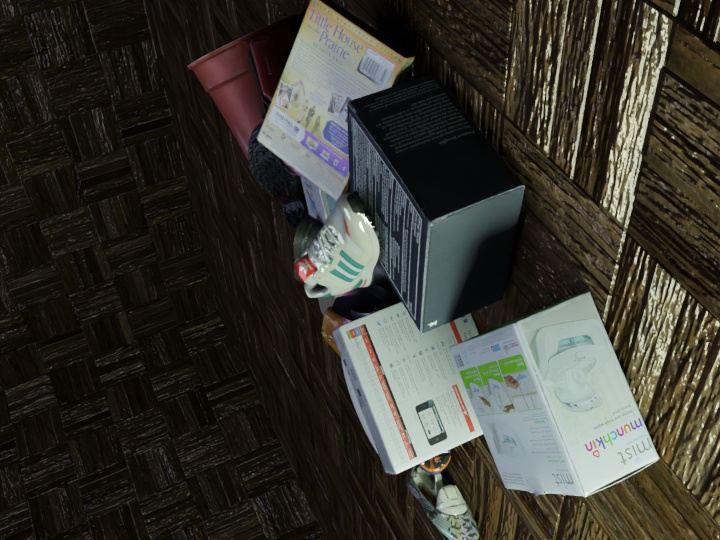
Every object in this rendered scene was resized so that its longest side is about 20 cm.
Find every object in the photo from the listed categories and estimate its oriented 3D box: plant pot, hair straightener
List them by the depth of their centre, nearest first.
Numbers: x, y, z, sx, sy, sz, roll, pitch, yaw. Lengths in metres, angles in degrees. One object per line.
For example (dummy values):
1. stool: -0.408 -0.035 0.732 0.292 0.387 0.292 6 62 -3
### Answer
1. hair straightener: -0.117 -0.228 1.215 0.077 0.041 0.202 151 98 -74
2. plant pot: -0.153 -0.287 1.399 0.197 0.199 0.200 66 165 -14

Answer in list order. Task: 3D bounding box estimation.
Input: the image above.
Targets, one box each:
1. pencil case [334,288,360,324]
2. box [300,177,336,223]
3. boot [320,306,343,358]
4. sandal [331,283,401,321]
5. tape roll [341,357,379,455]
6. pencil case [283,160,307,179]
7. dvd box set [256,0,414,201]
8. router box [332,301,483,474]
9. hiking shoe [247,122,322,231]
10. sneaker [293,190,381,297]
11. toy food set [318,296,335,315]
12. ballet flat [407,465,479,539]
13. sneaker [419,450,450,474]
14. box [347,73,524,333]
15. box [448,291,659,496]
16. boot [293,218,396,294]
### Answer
1. pencil case: 0.007 0.094 1.394 0.086 0.082 0.202 -31 -76 -62
2. box: -0.035 -0.183 1.239 0.101 0.111 0.202 -144 38 -66
3. boot: -0.007 0.162 1.551 0.143 0.071 0.203 31 142 34
4. sandal: 0.014 0.062 1.242 0.075 0.043 0.200 27 162 -14
5. tape roll: 0.071 0.174 1.266 0.203 0.138 0.205 159 90 -75
6. pencil case: -0.034 -0.220 1.103 0.090 0.094 0.201 30 118 6
7. dvd box set: -0.036 -0.207 1.030 0.146 0.029 0.201 37 121 17
8. router box: 0.081 0.139 1.117 0.049 0.178 0.202 139 111 -72
9. hiking shoe: -0.109 -0.157 1.332 0.201 0.075 0.101 63 -149 -34
10. sneaker: -0.033 -0.019 1.030 0.071 0.092 0.200 62 166 21
11. toy food set: -0.046 0.000 1.617 0.143 0.060 0.203 175 84 -74
12. ballet flat: 0.136 0.383 1.436 0.200 0.071 0.073 38 144 60
13. sneaker: 0.085 0.268 1.457 0.079 0.075 0.201 87 159 -55
14. box: 0.079 -0.075 0.972 0.201 0.122 0.199 89 157 -53
15. box: 0.192 0.136 0.895 0.178 0.096 0.200 67 164 7
16. boot: -0.001 0.002 1.274 0.182 0.198 0.073 87 -159 -73
